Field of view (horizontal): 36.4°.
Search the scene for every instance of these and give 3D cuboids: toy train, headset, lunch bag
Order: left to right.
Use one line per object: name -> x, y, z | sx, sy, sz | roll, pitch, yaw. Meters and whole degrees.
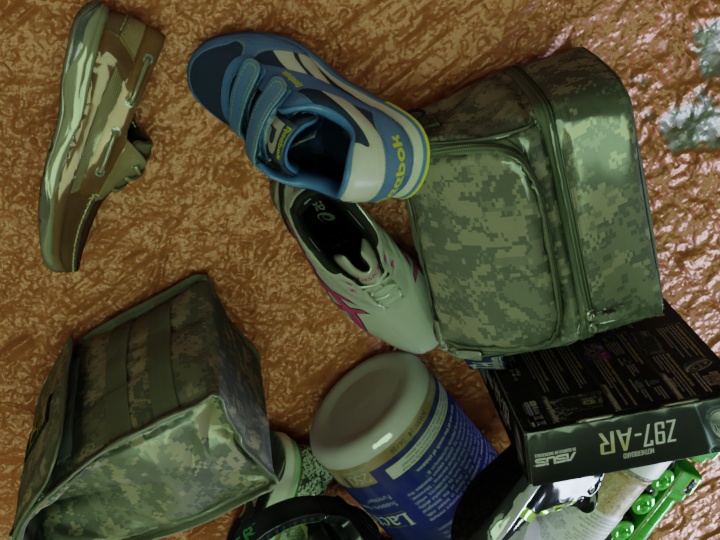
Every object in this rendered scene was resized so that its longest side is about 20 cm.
lunch bag -> -0.176, 0.118, 0.828 | 0.198, 0.165, 0.118 | -27, 121, 6
headset -> -0.031, 0.241, 0.915 | 0.199, 0.094, 0.124 | 20, 109, -34
lunch bag -> 0.117, -0.041, 0.801 | 0.166, 0.140, 0.202 | -15, 117, 3
toy train -> 0.270, 0.190, 0.985 | 0.056, 0.042, 0.201 | 22, 111, -27

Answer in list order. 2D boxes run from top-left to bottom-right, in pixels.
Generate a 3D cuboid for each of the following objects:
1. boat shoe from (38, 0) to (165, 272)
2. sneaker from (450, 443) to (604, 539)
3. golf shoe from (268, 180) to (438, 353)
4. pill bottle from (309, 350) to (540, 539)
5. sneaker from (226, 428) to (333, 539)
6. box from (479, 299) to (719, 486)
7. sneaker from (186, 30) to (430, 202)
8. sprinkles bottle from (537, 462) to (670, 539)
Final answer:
boat shoe -> -0.185, -0.086, 0.782 | 0.071, 0.076, 0.202 | 12, 115, -14
sneaker -> 0.154, 0.164, 0.854 | 0.200, 0.072, 0.083 | -42, 99, -28
golf shoe -> 0.000, 0.000, 0.833 | 0.072, 0.092, 0.200 | -37, 115, 9
pill bottle -> 0.058, 0.172, 0.908 | 0.115, 0.116, 0.200 | -36, 114, 11
sneaker -> -0.061, 0.231, 0.952 | 0.088, 0.077, 0.202 | 6, 119, -22
box -> 0.179, 0.079, 0.829 | 0.158, 0.200, 0.044 | -10, 111, -2
sneaker -> -0.050, -0.106, 0.739 | 0.199, 0.082, 0.075 | 28, 121, 25
sprinkles bottle -> 0.191, 0.214, 0.969 | 0.068, 0.068, 0.201 | 28, 109, -18
